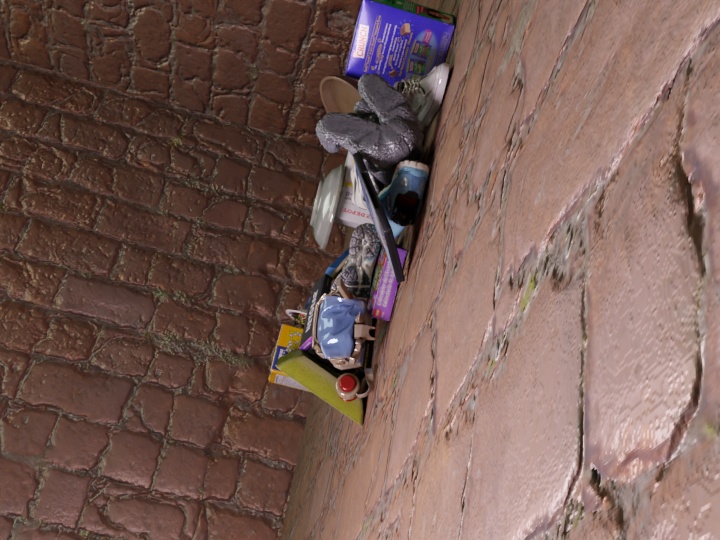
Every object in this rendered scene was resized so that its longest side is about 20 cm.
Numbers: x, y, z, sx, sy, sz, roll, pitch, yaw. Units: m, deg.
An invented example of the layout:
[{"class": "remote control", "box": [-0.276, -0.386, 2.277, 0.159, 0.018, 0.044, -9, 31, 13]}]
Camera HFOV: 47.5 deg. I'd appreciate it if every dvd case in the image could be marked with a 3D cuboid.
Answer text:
[{"class": "dvd case", "box": [0.032, -0.095, 1.452, 0.144, 0.017, 0.202, 73, 178, -51]}]

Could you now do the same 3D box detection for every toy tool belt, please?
[{"class": "toy tool belt", "box": [-0.032, 0.127, 1.508, 0.123, 0.122, 0.203, 80, -173, -63]}]

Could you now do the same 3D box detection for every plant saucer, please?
[{"class": "plant saucer", "box": [-0.082, -0.152, 1.901, 0.200, 0.049, 0.204, -166, 90, -85]}, {"class": "plant saucer", "box": [-0.073, 0.220, 1.632, 0.048, 0.199, 0.200, -56, 3, -4]}, {"class": "plant saucer", "box": [-0.010, -0.346, 1.783, 0.029, 0.200, 0.200, -45, -6, -19]}]

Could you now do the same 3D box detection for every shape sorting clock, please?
[{"class": "shape sorting clock", "box": [-0.059, 0.022, 1.884, 0.201, 0.039, 0.200, -54, -5, -7]}]

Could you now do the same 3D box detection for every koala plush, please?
[{"class": "koala plush", "box": [0.044, -0.232, 1.575, 0.177, 0.183, 0.201, -45, -30, -12]}]

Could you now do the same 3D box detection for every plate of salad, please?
[{"class": "plate of salad", "box": [-0.082, 0.138, 1.853, 0.200, 0.197, 0.049, 124, 169, -78]}]

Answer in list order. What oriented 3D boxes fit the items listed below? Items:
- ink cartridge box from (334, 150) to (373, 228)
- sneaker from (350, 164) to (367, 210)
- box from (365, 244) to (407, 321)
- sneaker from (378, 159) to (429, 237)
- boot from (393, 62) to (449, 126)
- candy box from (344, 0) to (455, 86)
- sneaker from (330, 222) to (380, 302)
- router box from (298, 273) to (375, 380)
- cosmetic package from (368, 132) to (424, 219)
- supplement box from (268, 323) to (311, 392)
[{"class": "ink cartridge box", "box": [0.024, -0.198, 1.944, 0.145, 0.143, 0.204, -176, 99, -85]}, {"class": "sneaker", "box": [0.017, -0.228, 1.699, 0.088, 0.073, 0.204, 13, 89, 53]}, {"class": "box", "box": [0.048, 0.016, 1.620, 0.200, 0.038, 0.139, -123, 46, -84]}, {"class": "sneaker", "box": [0.070, -0.116, 1.529, 0.201, 0.077, 0.091, 110, 170, -58]}, {"class": "boot", "box": [0.111, -0.351, 1.614, 0.200, 0.094, 0.075, 115, 168, -69]}, {"class": "candy box", "box": [0.081, -0.474, 1.724, 0.077, 0.197, 0.171, -82, 8, -57]}, {"class": "sneaker", "box": [0.000, 0.000, 1.681, 0.086, 0.077, 0.203, -35, -32, -77]}, {"class": "router box", "box": [-0.043, 0.120, 1.709, 0.051, 0.148, 0.202, -44, 22, 33]}, {"class": "cosmetic package", "box": [0.076, -0.201, 1.764, 0.102, 0.073, 0.203, -158, 83, -86]}, {"class": "supplement box", "box": [-0.095, 0.207, 1.811, 0.109, 0.197, 0.111, 117, 167, -68]}]
